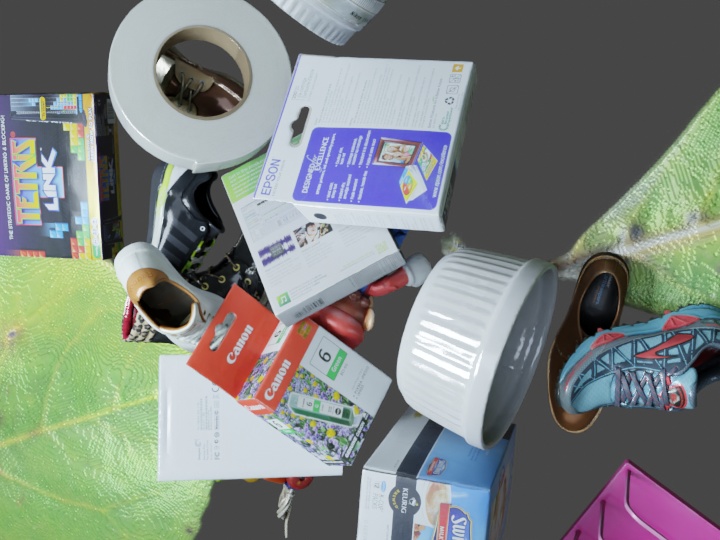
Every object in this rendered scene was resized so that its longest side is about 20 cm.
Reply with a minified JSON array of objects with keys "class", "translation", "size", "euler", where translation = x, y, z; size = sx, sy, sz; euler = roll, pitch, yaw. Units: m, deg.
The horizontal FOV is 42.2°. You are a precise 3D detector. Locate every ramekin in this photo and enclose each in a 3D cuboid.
[{"class":"ramekin","translation":[0.119,0.071,0.959],"size":[0.105,0.200,0.201],"euler":[21,105,22]}]

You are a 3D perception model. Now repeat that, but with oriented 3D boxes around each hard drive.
[{"class":"hard drive","translation":[-0.119,0.159,1.020],"size":[0.199,0.025,0.133],"euler":[2,79,-16]}]

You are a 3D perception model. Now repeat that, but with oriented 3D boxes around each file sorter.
[{"class":"file sorter","translation":[0.278,0.336,0.988],"size":[0.139,0.125,0.201],"euler":[36,108,9]}]

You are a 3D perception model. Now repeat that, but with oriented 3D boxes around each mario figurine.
[{"class":"mario figurine","translation":[0.000,0.000,1.056],"size":[0.123,0.106,0.201],"euler":[33,99,47]}]

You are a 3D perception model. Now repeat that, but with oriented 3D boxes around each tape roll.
[{"class":"tape roll","translation":[-0.174,-0.209,1.019],"size":[0.201,0.037,0.204],"euler":[3,79,-17]}]

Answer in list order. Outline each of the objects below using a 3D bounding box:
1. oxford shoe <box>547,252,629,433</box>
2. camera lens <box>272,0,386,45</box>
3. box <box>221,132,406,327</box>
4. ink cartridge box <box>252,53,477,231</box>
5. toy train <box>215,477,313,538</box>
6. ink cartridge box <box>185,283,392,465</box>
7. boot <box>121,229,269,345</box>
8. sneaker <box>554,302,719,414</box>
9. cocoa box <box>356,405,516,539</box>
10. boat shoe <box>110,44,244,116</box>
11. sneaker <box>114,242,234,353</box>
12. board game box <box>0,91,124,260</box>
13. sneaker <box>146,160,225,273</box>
[{"class":"oxford shoe","translation":[0.237,0.083,0.987],"size":[0.071,0.071,0.201],"euler":[11,104,13]},{"class":"camera lens","translation":[-0.013,-0.352,0.939],"size":[0.160,0.160,0.200],"euler":[43,108,6]},{"class":"box","translation":[-0.054,-0.056,0.996],"size":[0.144,0.036,0.201],"euler":[-27,59,4]},{"class":"ink cartridge box","translation":[0.008,-0.138,0.975],"size":[0.199,0.043,0.199],"euler":[7,62,16]},{"class":"toy train","translation":[-0.121,0.229,1.088],"size":[0.115,0.085,0.201],"euler":[2,104,-29]},{"class":"ink cartridge box","translation":[-0.071,0.109,0.984],"size":[0.200,0.109,0.050],"euler":[39,153,-21]},{"class":"boot","translation":[-0.179,0.010,1.063],"size":[0.150,0.073,0.201],"euler":[9,114,-28]},{"class":"sneaker","translation":[0.290,0.098,0.920],"size":[0.199,0.096,0.080],"euler":[-22,126,-4]},{"class":"cocoa box","translation":[0.086,0.243,0.992],"size":[0.130,0.200,0.134],"euler":[8,102,15]},{"class":"boat shoe","translation":[-0.203,-0.206,1.070],"size":[0.199,0.072,0.076],"euler":[29,107,10]},{"class":"sneaker","translation":[-0.182,0.057,0.992],"size":[0.073,0.200,0.085],"euler":[-41,43,5]},{"class":"board game box","translation":[-0.380,-0.117,1.150],"size":[0.164,0.057,0.201],"euler":[1,100,16]},{"class":"sneaker","translation":[-0.203,-0.037,1.100],"size":[0.082,0.072,0.201],"euler":[5,101,15]}]
